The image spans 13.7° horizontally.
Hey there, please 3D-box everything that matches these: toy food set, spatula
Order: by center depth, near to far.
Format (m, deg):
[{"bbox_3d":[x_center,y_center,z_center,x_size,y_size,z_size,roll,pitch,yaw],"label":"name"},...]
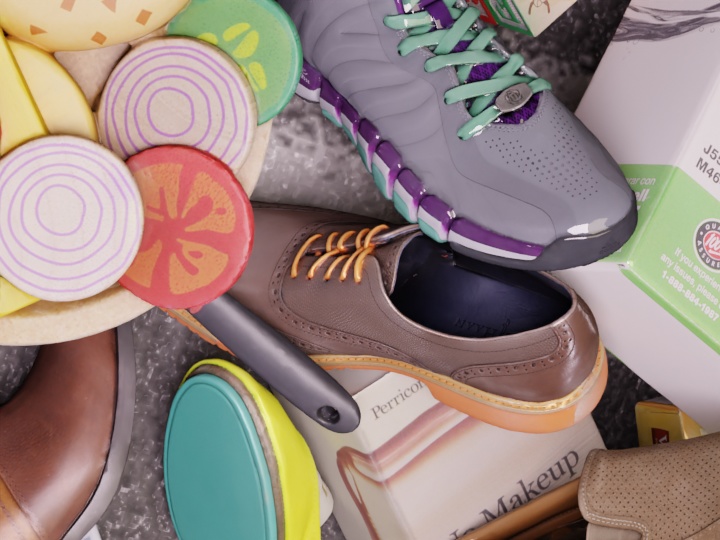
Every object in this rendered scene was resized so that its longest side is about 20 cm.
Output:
[{"bbox_3d":[-0.123,-0.067,1.098,0.199,0.049,0.199,-25,98,0],"label":"toy food set"},{"bbox_3d":[-0.075,-0.007,1.147,0.200,0.057,0.021,45,40,-1],"label":"spatula"}]

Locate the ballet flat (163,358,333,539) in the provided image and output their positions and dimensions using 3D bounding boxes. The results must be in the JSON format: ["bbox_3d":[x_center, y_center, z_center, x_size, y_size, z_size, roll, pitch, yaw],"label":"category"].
[{"bbox_3d":[-0.039,0.121,1.246,0.067,0.067,0.201,-27,121,-45],"label":"ballet flat"}]

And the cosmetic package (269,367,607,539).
[{"bbox_3d":[0.048,0.094,1.268,0.103,0.087,0.201,-36,119,-16],"label":"cosmetic package"}]

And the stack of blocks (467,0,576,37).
[{"bbox_3d":[0.100,-0.206,1.230,0.200,0.059,0.115,-42,121,-14],"label":"stack of blocks"}]

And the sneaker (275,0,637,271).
[{"bbox_3d":[0.026,-0.078,1.131,0.074,0.200,0.088,-31,140,-27],"label":"sneaker"}]

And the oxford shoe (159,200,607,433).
[{"bbox_3d":[0.000,0.000,1.161,0.073,0.199,0.072,78,30,-58],"label":"oxford shoe"}]

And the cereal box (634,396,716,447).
[{"bbox_3d":[0.218,0.107,1.300,0.199,0.039,0.145,-11,98,-27],"label":"cereal box"}]

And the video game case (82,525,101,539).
[{"bbox_3d":[-0.164,0.204,1.211,0.182,0.023,0.201,-27,116,-22],"label":"video game case"}]

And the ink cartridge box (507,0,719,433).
[{"bbox_3d":[0.168,-0.049,1.201,0.145,0.084,0.201,37,71,-29],"label":"ink cartridge box"}]

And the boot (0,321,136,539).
[{"bbox_3d":[-0.196,0.069,1.139,0.199,0.068,0.189,19,88,-17],"label":"boot"}]

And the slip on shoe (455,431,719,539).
[{"bbox_3d":[0.110,0.095,1.163,0.061,0.200,0.076,46,39,-14],"label":"slip on shoe"}]
